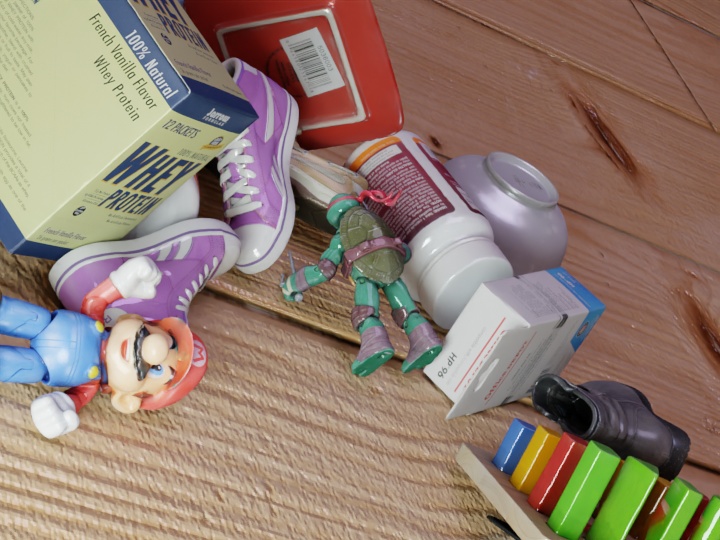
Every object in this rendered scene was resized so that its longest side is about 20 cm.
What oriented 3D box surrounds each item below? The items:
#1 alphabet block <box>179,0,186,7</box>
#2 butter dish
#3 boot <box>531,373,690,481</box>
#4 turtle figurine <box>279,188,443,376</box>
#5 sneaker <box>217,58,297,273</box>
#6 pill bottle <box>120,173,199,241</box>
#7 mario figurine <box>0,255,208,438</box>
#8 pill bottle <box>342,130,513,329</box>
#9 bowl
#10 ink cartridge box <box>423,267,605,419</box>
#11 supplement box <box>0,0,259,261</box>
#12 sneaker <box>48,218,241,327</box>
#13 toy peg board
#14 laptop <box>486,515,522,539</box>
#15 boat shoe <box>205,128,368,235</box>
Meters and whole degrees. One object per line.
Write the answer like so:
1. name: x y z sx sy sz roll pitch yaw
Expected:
1. alphabet block: -0.229 -0.340 1.813 0.199 0.199 0.194 23 16 33
2. butter dish: -0.056 -0.239 1.798 0.197 0.202 0.148 -7 33 20
3. boot: 0.213 0.128 1.637 0.131 0.070 0.200 24 -1 -23
4. turtle figurine: 0.000 0.000 1.643 0.148 0.101 0.201 -12 62 -24
5. sneaker: -0.118 -0.104 1.630 0.114 0.072 0.203 39 43 -49
6. pill bottle: -0.207 -0.109 1.593 0.112 0.113 0.201 21 28 -22
7. mario figurine: -0.202 0.055 1.317 0.198 0.125 0.106 9 21 -32
8. pill bottle: 0.066 -0.041 1.782 0.113 0.115 0.201 7 36 -42
9. bowl: 0.162 -0.071 1.970 0.200 0.091 0.202 26 28 -14
10. ink cartridge box: 0.140 0.068 1.674 0.068 0.117 0.199 43 27 23
11. supplement box: -0.232 -0.146 1.421 0.201 0.199 0.134 54 14 15
12. sneaker: -0.159 0.026 1.475 0.199 0.073 0.114 -18 58 -45
13. toy peg board: 0.214 0.193 1.494 0.199 0.099 0.199 25 9 -23
14. laptop: 0.184 0.304 1.442 0.176 0.103 0.202 25 52 -14
15. boat shoe: -0.085 -0.113 1.757 0.199 0.072 0.077 31 63 -6
